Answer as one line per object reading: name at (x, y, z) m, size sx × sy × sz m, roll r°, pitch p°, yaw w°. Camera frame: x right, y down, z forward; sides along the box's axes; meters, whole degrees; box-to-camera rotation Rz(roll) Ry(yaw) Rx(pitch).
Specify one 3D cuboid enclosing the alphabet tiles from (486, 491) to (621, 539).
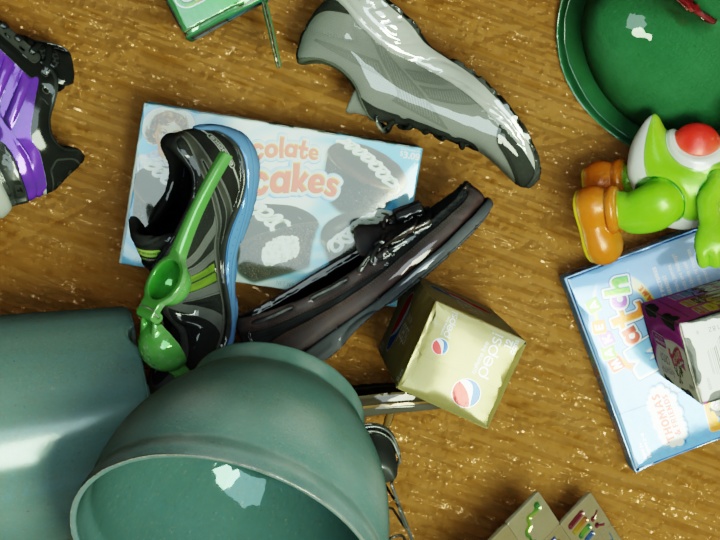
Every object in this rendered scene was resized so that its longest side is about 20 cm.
alphabet tiles at (0.118, 0.259, 1.568) m, size 0.200 × 0.006 × 0.166 m, roll -44°, pitch 120°, yaw -18°

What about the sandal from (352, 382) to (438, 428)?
sandal at (-0.034, 0.119, 1.564) m, size 0.200 × 0.082 × 0.055 m, roll -15°, pitch 94°, yaw -1°

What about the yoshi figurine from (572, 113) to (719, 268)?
yoshi figurine at (0.256, -0.049, 1.530) m, size 0.200 × 0.112 × 0.112 m, roll -15°, pitch 69°, yaw 22°

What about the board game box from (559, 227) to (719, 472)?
board game box at (0.263, 0.039, 1.594) m, size 0.200 × 0.037 × 0.151 m, roll -20°, pitch 95°, yaw -2°

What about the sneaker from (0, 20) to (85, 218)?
sneaker at (-0.254, -0.145, 1.546) m, size 0.099 × 0.070 × 0.200 m, roll -24°, pitch 99°, yaw -7°

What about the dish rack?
dish rack at (-0.021, 0.221, 1.538) m, size 0.153 × 0.055 × 0.200 m, roll -19°, pitch 111°, yaw 1°

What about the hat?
hat at (0.188, -0.154, 1.483) m, size 0.166 × 0.176 × 0.200 m, roll -42°, pitch 87°, yaw 22°

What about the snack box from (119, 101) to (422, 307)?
snack box at (-0.064, -0.047, 1.571) m, size 0.200 × 0.037 × 0.116 m, roll 9°, pitch 96°, yaw -3°

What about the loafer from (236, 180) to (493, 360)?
loafer at (0.000, 0.000, 1.528) m, size 0.200 × 0.072 × 0.063 m, roll -41°, pitch 94°, yaw 7°

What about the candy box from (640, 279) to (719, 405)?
candy box at (0.304, 0.028, 1.509) m, size 0.200 × 0.136 × 0.061 m, roll -17°, pitch 96°, yaw -1°

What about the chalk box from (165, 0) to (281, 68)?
chalk box at (-0.091, -0.234, 1.514) m, size 0.124 × 0.125 × 0.200 m, roll -29°, pitch 96°, yaw 0°

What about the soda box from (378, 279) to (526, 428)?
soda box at (0.059, 0.051, 1.503) m, size 0.068 × 0.200 × 0.064 m, roll 24°, pitch 93°, yaw -5°

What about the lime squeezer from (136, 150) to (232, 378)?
lime squeezer at (-0.113, 0.024, 1.460) m, size 0.071 × 0.038 × 0.200 m, roll -6°, pitch 105°, yaw -19°

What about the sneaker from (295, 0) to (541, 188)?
sneaker at (0.042, -0.120, 1.555) m, size 0.200 × 0.074 × 0.079 m, roll 38°, pitch 89°, yaw 1°

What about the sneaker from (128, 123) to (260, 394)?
sneaker at (-0.124, -0.003, 1.510) m, size 0.083 × 0.071 × 0.200 m, roll 5°, pitch 97°, yaw -33°

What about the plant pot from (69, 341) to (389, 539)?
plant pot at (-0.068, 0.132, 1.409) m, size 0.200 × 0.134 × 0.200 m, roll 10°, pitch 138°, yaw 9°

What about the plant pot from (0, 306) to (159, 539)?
plant pot at (-0.243, 0.111, 1.509) m, size 0.196 × 0.200 × 0.200 m, roll -9°, pitch 95°, yaw -11°
